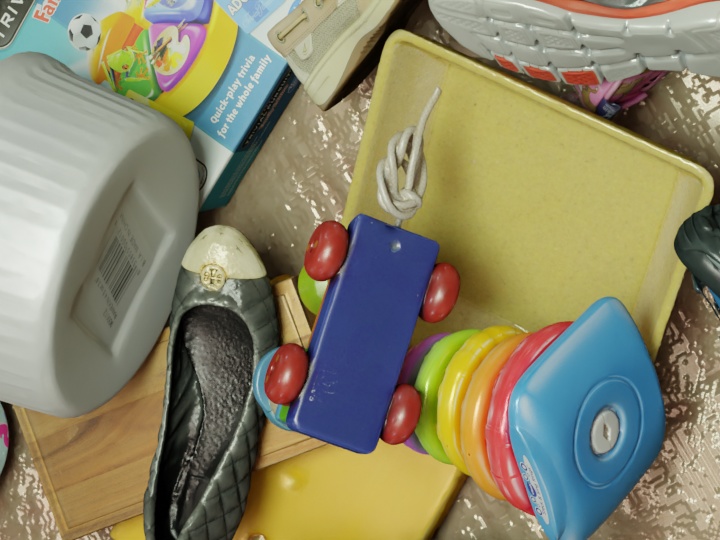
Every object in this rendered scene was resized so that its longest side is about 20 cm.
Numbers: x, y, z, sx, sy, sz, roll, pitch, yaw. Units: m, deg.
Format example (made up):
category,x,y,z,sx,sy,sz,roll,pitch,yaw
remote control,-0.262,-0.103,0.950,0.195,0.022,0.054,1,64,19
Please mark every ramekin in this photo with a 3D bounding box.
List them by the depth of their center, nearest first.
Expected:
category,x,y,z,sx,sy,sz,roll,pitch,yaw
ramekin,-0.172,-0.015,1.475,0.097,0.200,0.201,19,103,18

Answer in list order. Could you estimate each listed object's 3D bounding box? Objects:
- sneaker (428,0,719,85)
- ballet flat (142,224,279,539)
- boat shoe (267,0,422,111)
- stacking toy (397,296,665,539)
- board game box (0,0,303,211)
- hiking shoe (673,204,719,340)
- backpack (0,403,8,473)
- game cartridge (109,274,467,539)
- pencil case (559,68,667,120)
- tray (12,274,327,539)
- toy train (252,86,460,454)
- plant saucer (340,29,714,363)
category,x,y,z,sx,sy,sz,roll,pitch,yaw
sneaker,0.137,-0.149,1.375,0.199,0.077,0.082,5,66,15
ballet flat,-0.086,0.074,1.497,0.066,0.057,0.201,8,97,18
boat shoe,0.007,-0.166,1.419,0.065,0.072,0.200,46,140,5
stacking toy,0.060,0.070,1.458,0.200,0.110,0.116,13,134,41
board game box,-0.128,-0.154,1.557,0.200,0.047,0.151,36,107,13
hiking shoe,0.222,0.050,1.397,0.087,0.075,0.200,-34,117,24
backpack,-0.325,0.093,1.615,0.178,0.151,0.200,-43,86,18
game cartridge,-0.035,0.123,1.568,0.176,0.032,0.200,33,104,14
pencil case,0.088,-0.170,1.456,0.200,0.083,0.087,40,93,11
tray,-0.105,0.083,1.554,0.199,0.037,0.099,-22,87,21
toy train,0.000,0.000,1.452,0.084,0.116,0.201,20,81,-16
plant saucer,0.092,-0.024,1.464,0.200,0.048,0.200,26,128,16
